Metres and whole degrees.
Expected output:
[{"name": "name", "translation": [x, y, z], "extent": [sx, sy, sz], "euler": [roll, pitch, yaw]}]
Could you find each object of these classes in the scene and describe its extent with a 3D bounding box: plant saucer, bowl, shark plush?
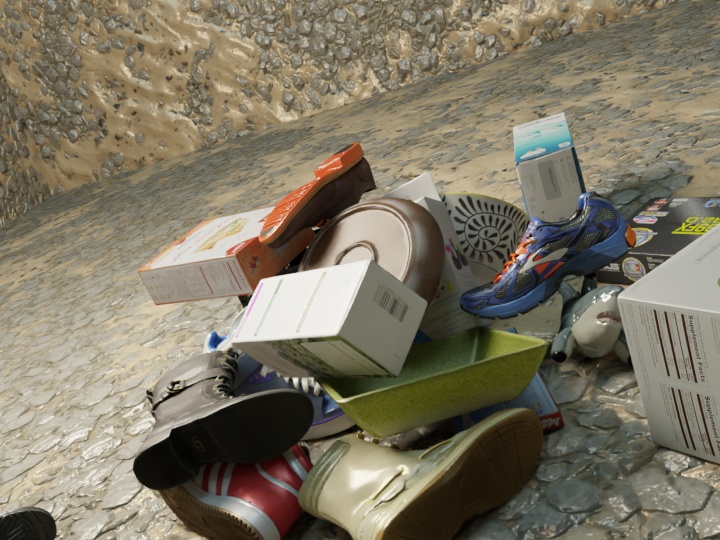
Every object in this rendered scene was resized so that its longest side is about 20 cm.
[{"name": "plant saucer", "translation": [0.000, 0.000, 0.967], "extent": [0.198, 0.032, 0.203], "euler": [-19, 52, 26]}, {"name": "bowl", "translation": [0.122, -0.009, 1.119], "extent": [0.198, 0.200, 0.096], "euler": [-9, 63, 28]}, {"name": "shark plush", "translation": [0.251, 0.039, 0.931], "extent": [0.089, 0.085, 0.200], "euler": [5, 11, 11]}, {"name": "plant saucer", "translation": [0.063, 0.109, 0.846], "extent": [0.196, 0.049, 0.200], "euler": [-14, 2, -10]}]

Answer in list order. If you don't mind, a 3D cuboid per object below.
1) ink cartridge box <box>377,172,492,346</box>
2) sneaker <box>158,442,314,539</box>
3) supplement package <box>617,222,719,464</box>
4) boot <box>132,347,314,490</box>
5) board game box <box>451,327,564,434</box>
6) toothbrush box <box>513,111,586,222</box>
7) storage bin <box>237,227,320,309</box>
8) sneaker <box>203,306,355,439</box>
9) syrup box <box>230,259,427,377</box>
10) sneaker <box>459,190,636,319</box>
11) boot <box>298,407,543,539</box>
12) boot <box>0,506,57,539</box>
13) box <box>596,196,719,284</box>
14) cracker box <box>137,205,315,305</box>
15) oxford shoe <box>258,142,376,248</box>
[{"name": "ink cartridge box", "translation": [0.061, -0.006, 1.026], "extent": [0.114, 0.203, 0.068], "euler": [-26, -13, 23]}, {"name": "sneaker", "translation": [-0.120, 0.207, 0.870], "extent": [0.198, 0.072, 0.112], "euler": [11, 39, 43]}, {"name": "supplement package", "translation": [0.352, 0.052, 0.690], "extent": [0.190, 0.149, 0.199], "euler": [-30, 20, -27]}, {"name": "boot", "translation": [-0.141, 0.127, 0.885], "extent": [0.197, 0.070, 0.175], "euler": [-19, 23, 6]}, {"name": "board game box", "translation": [0.138, 0.122, 0.916], "extent": [0.101, 0.020, 0.200], "euler": [-18, 19, 4]}, {"name": "toothbrush box", "translation": [0.275, -0.125, 1.250], "extent": [0.084, 0.149, 0.200], "euler": [-14, 19, 14]}, {"name": "storage bin", "translation": [-0.068, -0.002, 1.162], "extent": [0.133, 0.095, 0.201], "euler": [-16, 22, 24]}, {"name": "sneaker", "translation": [-0.088, 0.109, 0.985], "extent": [0.197, 0.149, 0.081], "euler": [-11, 21, 26]}, {"name": "syrup box", "translation": [-0.036, 0.051, 0.844], "extent": [0.199, 0.078, 0.082], "euler": [-9, 51, 54]}, {"name": "sneaker", "translation": [0.190, -0.016, 0.933], "extent": [0.198, 0.079, 0.075], "euler": [-31, 7, 4]}, {"name": "boot", "translation": [0.053, 0.175, 0.786], "extent": [0.199, 0.074, 0.155], "euler": [-33, 21, -27]}, {"name": "boot", "translation": [-0.436, 0.292, 0.986], "extent": [0.163, 0.067, 0.199], "euler": [-26, 15, -22]}, {"name": "box", "translation": [0.397, -0.036, 1.041], "extent": [0.159, 0.045, 0.199], "euler": [-32, 22, -32]}, {"name": "cracker box", "translation": [-0.170, -0.021, 1.108], "extent": [0.198, 0.058, 0.134], "euler": [-7, 27, 40]}, {"name": "oxford shoe", "translation": [-0.044, -0.078, 1.054], "extent": [0.071, 0.073, 0.200], "euler": [-15, 24, 50]}]
